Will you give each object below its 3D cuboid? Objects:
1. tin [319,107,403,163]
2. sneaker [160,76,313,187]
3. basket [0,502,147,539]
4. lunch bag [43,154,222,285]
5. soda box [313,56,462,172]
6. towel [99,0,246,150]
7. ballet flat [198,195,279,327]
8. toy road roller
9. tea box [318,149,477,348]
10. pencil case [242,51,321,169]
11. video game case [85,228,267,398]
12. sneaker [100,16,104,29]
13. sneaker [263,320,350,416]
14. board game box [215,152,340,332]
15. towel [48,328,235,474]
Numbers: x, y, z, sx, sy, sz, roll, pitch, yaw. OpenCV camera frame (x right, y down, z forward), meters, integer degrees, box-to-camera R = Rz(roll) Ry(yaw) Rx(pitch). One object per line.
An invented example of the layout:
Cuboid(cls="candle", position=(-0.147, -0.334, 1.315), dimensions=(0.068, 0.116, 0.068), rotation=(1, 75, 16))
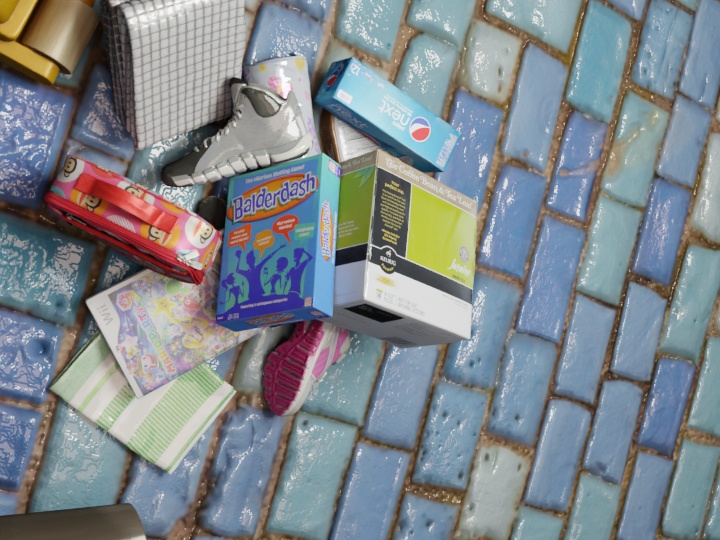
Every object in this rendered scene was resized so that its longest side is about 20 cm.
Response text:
Cuboid(cls="tin", position=(0.005, -0.162, 1.333), dimensions=(0.111, 0.042, 0.201), rotation=(-15, 101, -21))
Cuboid(cls="sneaker", position=(-0.166, -0.181, 1.175), dimensions=(0.199, 0.075, 0.116), rotation=(-15, 107, -2))
Cuboid(cls="basket", position=(-0.367, 0.361, 1.131), dimensions=(0.199, 0.136, 0.182), rotation=(-10, 102, -30))
Cuboid(cls="lunch bag", position=(-0.263, -0.060, 1.097), dimensions=(0.199, 0.176, 0.082), rotation=(26, 80, -1))
Cuboid(cls="soda box", position=(0.039, -0.211, 1.288), dimensions=(0.199, 0.068, 0.064), rotation=(31, 80, -26))
Cuboid(cls="towel", position=(-0.225, -0.265, 1.135), dimensions=(0.165, 0.086, 0.201), rotation=(-28, 147, -30))
Cuboid(cls="ballet flat", position=(-0.160, -0.009, 1.261), dimensions=(0.066, 0.057, 0.201), rotation=(-28, 102, 3))
Cuboid(cls="toy road roller", position=(-0.392, -0.310, 1.050), dimensions=(0.199, 0.146, 0.124), rotation=(29, 81, -26))
Cuboid(cls="tea box", position=(0.038, -0.021, 1.211), dimensions=(0.199, 0.133, 0.198), rotation=(23, 66, -40))
Cuboid(cls="pencil case", position=(-0.096, -0.187, 1.250), dimensions=(0.090, 0.083, 0.201), rotation=(-14, 100, -8))
Cuboid(cls="video game case", position=(-0.230, 0.054, 1.201), dimensions=(0.199, 0.018, 0.144), rotation=(-29, 103, -15))
Cuboid(cls="sneaker", position=(-0.255, -0.371, 1.168), dimensions=(0.200, 0.076, 0.092), rotation=(-43, 98, -21))
Cuboid(cls="sneaker", position=(-0.062, 0.114, 1.295), dimensions=(0.088, 0.081, 0.201), rotation=(22, 97, -48))
Cuboid(cls="board game box", position=(-0.102, -0.033, 1.160), dimensions=(0.045, 0.151, 0.201), rotation=(31, 55, -51))
Cuboid(cls="towel", position=(-0.277, 0.153, 1.218), dimensions=(0.200, 0.023, 0.153), rotation=(44, 75, -24))
